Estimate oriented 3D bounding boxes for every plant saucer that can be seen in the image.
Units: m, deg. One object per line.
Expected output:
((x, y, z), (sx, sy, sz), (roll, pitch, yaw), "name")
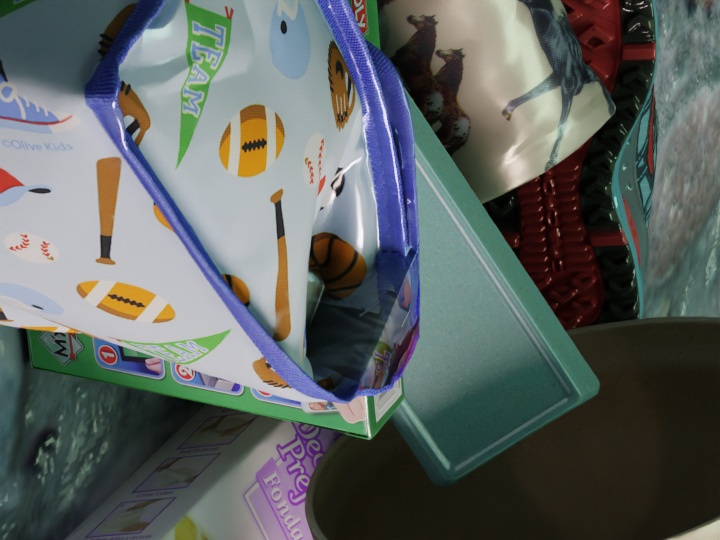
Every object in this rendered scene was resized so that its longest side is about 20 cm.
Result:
((0.004, -0.016, 0.839), (0.200, 0.070, 0.019), (55, 8, -18), "plant saucer")

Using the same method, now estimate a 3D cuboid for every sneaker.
((0.083, -0.065, 1.002), (0.096, 0.079, 0.200), (-66, 159, -60), "sneaker")

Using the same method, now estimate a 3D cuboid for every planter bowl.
((0.092, 0.120, 0.915), (0.200, 0.200, 0.135), (-40, 122, -50), "planter bowl")

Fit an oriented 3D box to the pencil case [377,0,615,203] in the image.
((0.016, -0.113, 0.887), (0.200, 0.089, 0.078), (61, 37, -19), "pencil case")

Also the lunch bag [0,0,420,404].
((-0.083, -0.040, 0.714), (0.124, 0.170, 0.200), (-65, 148, -27), "lunch bag")

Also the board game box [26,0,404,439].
((-0.057, -0.048, 0.796), (0.029, 0.134, 0.200), (-45, 138, -50), "board game box")

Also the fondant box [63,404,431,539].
((-0.046, 0.143, 0.928), (0.200, 0.058, 0.144), (-45, 117, -49), "fondant box")

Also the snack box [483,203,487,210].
((0.042, -0.106, 1.034), (0.200, 0.068, 0.169), (20, 83, -63), "snack box")
